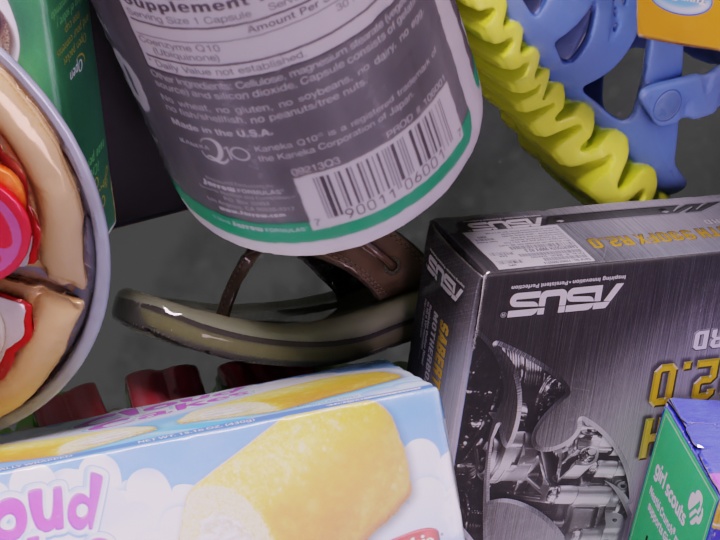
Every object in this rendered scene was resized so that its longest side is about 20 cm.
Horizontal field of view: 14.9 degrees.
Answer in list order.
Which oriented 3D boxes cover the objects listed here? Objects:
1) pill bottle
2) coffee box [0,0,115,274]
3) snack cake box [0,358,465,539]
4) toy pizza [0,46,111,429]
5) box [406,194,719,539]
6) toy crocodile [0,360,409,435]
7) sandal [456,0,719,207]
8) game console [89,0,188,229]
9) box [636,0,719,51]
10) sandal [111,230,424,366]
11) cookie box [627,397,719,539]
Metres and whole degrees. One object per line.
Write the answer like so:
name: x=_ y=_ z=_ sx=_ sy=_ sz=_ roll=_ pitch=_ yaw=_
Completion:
pill bottle: x=-0.034 y=-0.107 z=0.877 sx=0.113 sy=0.113 sz=0.200 roll=-28 pitch=138 yaw=-7
coffee box: x=-0.153 y=-0.095 z=0.901 sx=0.123 sy=0.044 sz=0.200 roll=1 pitch=119 yaw=14
snack cake box: x=-0.073 y=0.084 z=0.931 sx=0.200 sy=0.115 sz=0.067 roll=-11 pitch=95 yaw=-8
toy pizza: x=-0.181 y=-0.015 z=0.907 sx=0.200 sy=0.032 sz=0.200 roll=8 pitch=127 yaw=11
box: x=0.112 y=0.052 z=1.034 sx=0.200 sy=0.048 sz=0.158 roll=-5 pitch=118 yaw=-25
toy crocodile: x=-0.066 y=0.062 z=1.030 sx=0.200 sy=0.068 sz=0.062 roll=-9 pitch=121 yaw=-15
sandal: x=0.078 y=-0.092 z=1.002 sx=0.087 sy=0.079 sz=0.200 roll=-45 pitch=140 yaw=0
game console: x=-0.070 y=-0.111 z=0.969 sx=0.177 sy=0.031 sz=0.200 roll=-16 pitch=122 yaw=-20
box: x=0.139 y=-0.163 z=0.922 sx=0.119 sy=0.041 sz=0.200 roll=-26 pitch=124 yaw=-46
sandal: x=0.000 y=0.000 z=1.033 sx=0.201 sy=0.080 sz=0.057 roll=-8 pitch=98 yaw=-23
cookie box: x=0.177 y=0.154 z=1.032 sx=0.171 sy=0.075 sz=0.200 roll=4 pitch=115 yaw=-16
